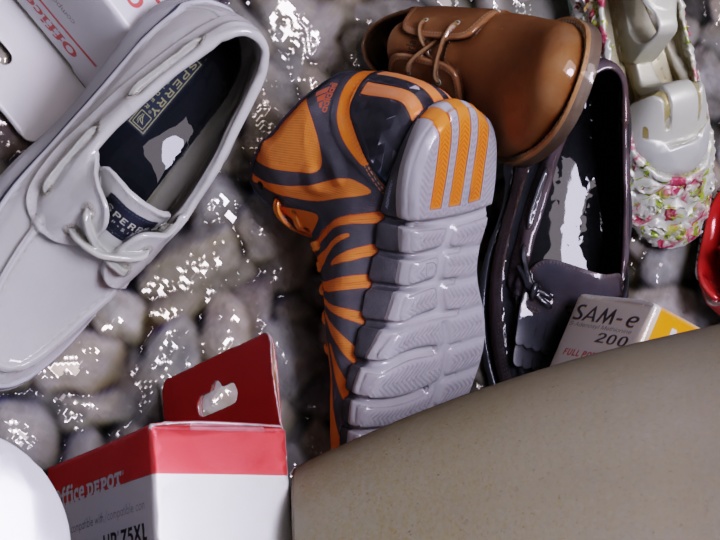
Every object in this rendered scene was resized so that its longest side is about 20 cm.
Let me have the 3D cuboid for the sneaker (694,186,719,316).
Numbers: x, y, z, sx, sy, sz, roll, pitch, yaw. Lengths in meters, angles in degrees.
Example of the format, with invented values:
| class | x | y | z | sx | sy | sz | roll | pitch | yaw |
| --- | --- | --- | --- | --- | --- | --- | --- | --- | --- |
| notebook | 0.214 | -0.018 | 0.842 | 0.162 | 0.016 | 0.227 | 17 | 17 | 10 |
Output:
| class | x | y | z | sx | sy | sz | roll | pitch | yaw |
| --- | --- | --- | --- | --- | --- | --- | --- | --- | --- |
| sneaker | 0.231 | 0.046 | 1.204 | 0.107 | 0.067 | 0.203 | 14 | 64 | -34 |

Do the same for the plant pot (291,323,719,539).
| class | x | y | z | sx | sy | sz | roll | pitch | yaw |
| --- | --- | --- | --- | --- | --- | --- | --- | --- | --- |
| plant pot | 0.073 | 0.122 | 0.947 | 0.198 | 0.187 | 0.189 | -4 | 77 | 1 |

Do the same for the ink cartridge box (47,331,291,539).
| class | x | y | z | sx | sy | sz | roll | pitch | yaw |
| --- | --- | --- | --- | --- | --- | --- | --- | --- | --- |
| ink cartridge box | -0.081 | 0.134 | 0.956 | 0.067 | 0.116 | 0.202 | 4 | 74 | -30 |

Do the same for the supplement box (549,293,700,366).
| class | x | y | z | sx | sy | sz | roll | pitch | yaw |
| --- | --- | --- | --- | --- | --- | --- | --- | --- | --- |
| supplement box | 0.133 | 0.128 | 1.085 | 0.125 | 0.073 | 0.201 | 26 | 82 | -23 |

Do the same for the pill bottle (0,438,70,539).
| class | x | y | z | sx | sy | sz | roll | pitch | yaw |
| --- | --- | --- | --- | --- | --- | --- | --- | --- | --- |
| pill bottle | -0.184 | 0.118 | 0.845 | 0.112 | 0.200 | 0.113 | 9 | 72 | -30 |

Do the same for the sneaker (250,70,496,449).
| class | x | y | z | sx | sy | sz | roll | pitch | yaw |
| --- | --- | --- | --- | --- | --- | --- | --- | --- | --- |
| sneaker | 0.000 | 0.000 | 1.072 | 0.077 | 0.112 | 0.202 | -6 | 114 | -46 |

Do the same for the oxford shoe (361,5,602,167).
| class | x | y | z | sx | sy | sz | roll | pitch | yaw |
| --- | --- | --- | --- | --- | --- | --- | --- | --- | --- |
| oxford shoe | 0.051 | -0.094 | 1.063 | 0.071 | 0.200 | 0.072 | 21 | 87 | -21 |

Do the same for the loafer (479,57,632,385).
| class | x | y | z | sx | sy | sz | roll | pitch | yaw |
| --- | --- | --- | --- | --- | --- | --- | --- | --- | --- |
| loafer | 0.104 | -0.011 | 1.133 | 0.071 | 0.063 | 0.202 | 7 | 80 | -20 |

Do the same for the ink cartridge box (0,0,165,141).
| class | x | y | z | sx | sy | sz | roll | pitch | yaw |
| --- | --- | --- | --- | --- | --- | --- | --- | --- | --- |
| ink cartridge box | -0.112 | -0.166 | 1.049 | 0.116 | 0.068 | 0.200 | 50 | 58 | -11 |

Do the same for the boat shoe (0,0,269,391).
| class | x | y | z | sx | sy | sz | roll | pitch | yaw |
| --- | --- | --- | --- | --- | --- | --- | --- | --- | --- |
| boat shoe | -0.108 | -0.029 | 0.976 | 0.072 | 0.066 | 0.200 | 43 | 83 | -30 |

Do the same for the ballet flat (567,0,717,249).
| class | x | y | z | sx | sy | sz | roll | pitch | yaw |
| --- | --- | --- | --- | --- | --- | --- | --- | --- | --- |
| ballet flat | 0.150 | -0.110 | 1.190 | 0.075 | 0.064 | 0.202 | -16 | 92 | -22 |
